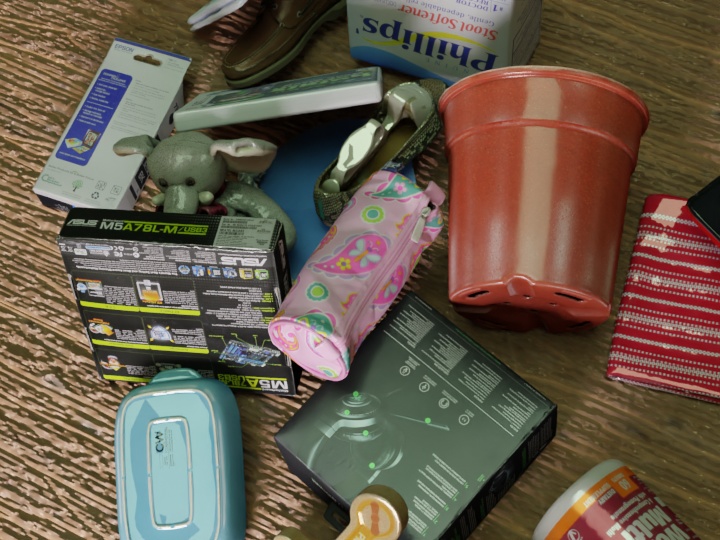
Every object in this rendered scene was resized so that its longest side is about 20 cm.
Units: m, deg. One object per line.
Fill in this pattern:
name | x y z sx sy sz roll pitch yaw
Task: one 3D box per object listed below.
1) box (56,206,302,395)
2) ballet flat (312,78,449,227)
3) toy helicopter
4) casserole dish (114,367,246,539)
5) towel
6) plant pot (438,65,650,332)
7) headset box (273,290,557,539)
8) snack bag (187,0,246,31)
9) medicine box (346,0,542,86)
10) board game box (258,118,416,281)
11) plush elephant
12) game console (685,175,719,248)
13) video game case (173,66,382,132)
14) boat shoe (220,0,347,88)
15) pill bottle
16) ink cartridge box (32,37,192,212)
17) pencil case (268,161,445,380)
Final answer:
box | -0.159 0.031 1.231 0.198 0.194 0.048 3 47 10
ballet flat | 0.023 -0.129 1.310 0.068 0.075 0.200 31 70 25
toy helicopter | -0.013 0.254 1.115 0.132 0.200 0.079 41 35 10
casserole dish | -0.167 0.184 1.220 0.120 0.039 0.202 -7 74 6
towel | 0.320 0.024 1.269 0.144 0.023 0.201 12 65 14
plant pot | 0.162 -0.055 1.246 0.199 0.201 0.197 4 72 9
headset box | 0.046 0.154 1.198 0.174 0.093 0.200 37 73 22
snack bag | -0.084 -0.326 1.425 0.200 0.188 0.021 -42 105 -18
medicine box | 0.085 -0.291 1.356 0.181 0.201 0.103 19 57 16
board game box | -0.017 -0.059 1.348 0.157 0.039 0.201 -13 57 6
plush elephant | -0.149 -0.061 1.272 0.164 0.155 0.201 -5 64 26
game console | 0.432 -0.053 1.269 0.199 0.031 0.177 -34 73 -17
video game case | -0.076 -0.174 1.348 0.198 0.182 0.024 -8 103 3
boat shoe | -0.081 -0.277 1.438 0.072 0.068 0.200 23 60 43
pill bottle | 0.243 0.261 1.109 0.109 0.110 0.200 -39 65 -13
ink cartridge box | -0.255 -0.146 1.421 0.099 0.039 0.201 18 68 16
pencil case | 0.000 0.000 1.201 0.087 0.088 0.200 25 60 18
